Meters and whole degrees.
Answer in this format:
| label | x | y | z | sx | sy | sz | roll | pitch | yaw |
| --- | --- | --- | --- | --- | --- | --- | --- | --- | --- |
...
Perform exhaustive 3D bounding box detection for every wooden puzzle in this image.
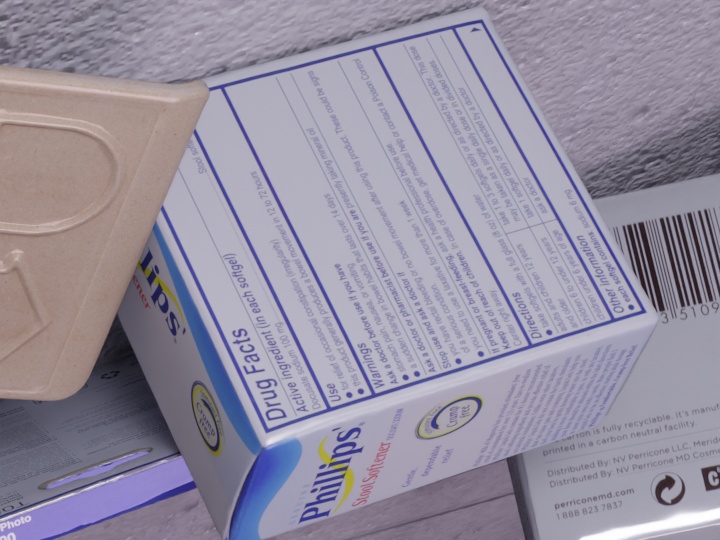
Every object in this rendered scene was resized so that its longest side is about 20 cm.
| label | x | y | z | sx | sy | sz | roll | pitch | yaw |
| --- | --- | --- | --- | --- | --- | --- | --- | --- | --- |
| wooden puzzle | -0.180 | -0.023 | 1.135 | 0.199 | 0.046 | 0.186 | 1 | 135 | -29 |

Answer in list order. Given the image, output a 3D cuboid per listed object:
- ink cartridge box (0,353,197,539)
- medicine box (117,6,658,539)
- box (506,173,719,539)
| label | x | y | z | sx | sy | sz | roll | pitch | yaw |
| --- | --- | --- | --- | --- | --- | --- | --- | --- | --- |
| ink cartridge box | -0.141 | 0.096 | 1.323 | 0.196 | 0.043 | 0.200 | -19 | -164 | -16 |
| medicine box | 0.000 | 0.000 | 1.238 | 0.199 | 0.183 | 0.103 | -17 | 153 | -21 |
| box | 0.174 | 0.068 | 1.481 | 0.198 | 0.201 | 0.131 | -12 | 155 | 1 |
